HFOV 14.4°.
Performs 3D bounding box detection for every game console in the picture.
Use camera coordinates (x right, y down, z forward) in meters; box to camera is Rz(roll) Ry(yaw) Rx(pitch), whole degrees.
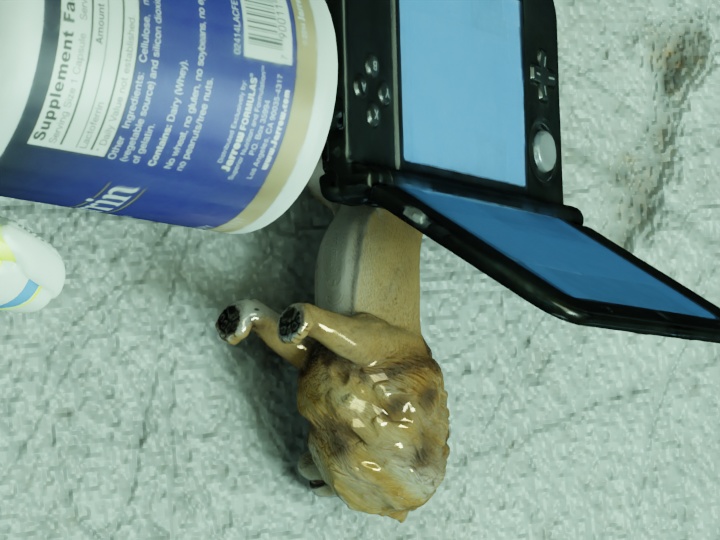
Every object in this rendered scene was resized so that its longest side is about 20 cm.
[{"bbox_3d":[0.079,-0.056,1.205,0.200,0.116,0.177,9,78,-60],"label":"game console"}]

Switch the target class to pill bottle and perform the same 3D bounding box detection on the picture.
[{"bbox_3d":[-0.119,-0.084,1.116,0.199,0.116,0.116,9,81,-33],"label":"pill bottle"}]

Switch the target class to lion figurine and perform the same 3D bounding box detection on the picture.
[{"bbox_3d":[0.000,0.000,1.217,0.122,0.072,0.201,26,66,-43],"label":"lion figurine"}]

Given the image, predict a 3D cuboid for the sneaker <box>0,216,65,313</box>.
[{"bbox_3d":[-0.215,0.006,1.078,0.199,0.076,0.105,19,87,-24],"label":"sneaker"}]
